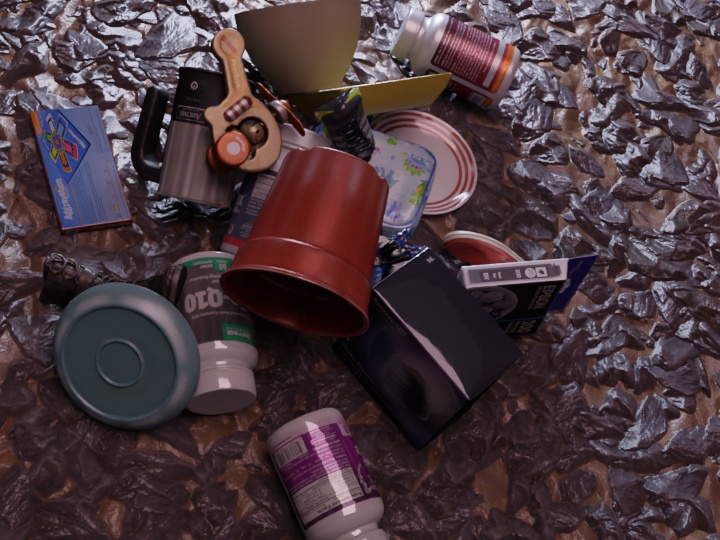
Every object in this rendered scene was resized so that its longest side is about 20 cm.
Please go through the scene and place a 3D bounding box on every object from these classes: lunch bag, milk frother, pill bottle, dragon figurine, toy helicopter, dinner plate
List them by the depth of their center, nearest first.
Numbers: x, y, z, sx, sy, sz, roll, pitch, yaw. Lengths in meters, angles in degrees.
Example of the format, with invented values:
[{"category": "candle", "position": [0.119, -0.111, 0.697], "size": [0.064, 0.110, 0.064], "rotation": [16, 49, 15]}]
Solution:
[{"category": "pill bottle", "position": [-0.037, 0.290, 1.551], "size": [0.112, 0.112, 0.200], "rotation": [-16, 70, -27]}, {"category": "pill bottle", "position": [-0.198, 0.085, 1.605], "size": [0.113, 0.113, 0.200], "rotation": [0, 62, -21]}, {"category": "toy helicopter", "position": [-0.155, -0.233, 1.621], "size": [0.132, 0.079, 0.200], "rotation": [-12, 90, -18]}, {"category": "dragon figurine", "position": [0.000, 0.000, 1.689], "size": [0.200, 0.099, 0.059], "rotation": [-29, 92, 2]}, {"category": "pill bottle", "position": [-0.114, -0.102, 1.692], "size": [0.119, 0.120, 0.200], "rotation": [19, 87, -10]}, {"category": "milk frother", "position": [-0.214, -0.189, 1.750], "size": [0.200, 0.180, 0.188], "rotation": [10, 93, -47]}, {"category": "lunch bag", "position": [0.004, -0.131, 1.801], "size": [0.200, 0.082, 0.161], "rotation": [18, 63, 4]}, {"category": "dinner plate", "position": [0.092, -0.172, 1.912], "size": [0.200, 0.024, 0.200], "rotation": [10, 59, -16]}, {"category": "pill bottle", "position": [0.157, -0.359, 1.987], "size": [0.200, 0.113, 0.113], "rotation": [24, 56, -7]}]

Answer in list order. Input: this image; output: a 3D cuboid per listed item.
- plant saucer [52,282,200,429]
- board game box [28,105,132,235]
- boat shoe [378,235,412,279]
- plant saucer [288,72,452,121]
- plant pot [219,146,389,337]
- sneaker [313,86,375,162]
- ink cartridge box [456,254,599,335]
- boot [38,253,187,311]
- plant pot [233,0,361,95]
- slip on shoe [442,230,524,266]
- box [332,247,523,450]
[{"category": "plant saucer", "position": [-0.303, 0.115, 1.512], "size": [0.200, 0.200, 0.027], "rotation": [34, 20, 0]}, {"category": "board game box", "position": [-0.405, -0.147, 1.715], "size": [0.103, 0.019, 0.200], "rotation": [-9, 66, -26]}, {"category": "boat shoe", "position": [0.021, -0.009, 1.765], "size": [0.201, 0.070, 0.072], "rotation": [17, 69, -4]}, {"category": "plant saucer", "position": [0.015, -0.269, 1.862], "size": [0.200, 0.200, 0.049], "rotation": [-13, 101, -26]}, {"category": "plant pot", "position": [-0.058, -0.042, 1.550], "size": [0.201, 0.201, 0.195], "rotation": [21, 68, -8]}, {"category": "sneaker", "position": [-0.011, -0.200, 1.686], "size": [0.074, 0.200, 0.081], "rotation": [-32, 81, 2]}, {"category": "ink cartridge box", "position": [0.227, 0.042, 1.711], "size": [0.200, 0.198, 0.043], "rotation": [-6, 66, -8]}, {"category": "boot", "position": [-0.330, 0.024, 1.547], "size": [0.174, 0.200, 0.069], "rotation": [26, 51, -14]}, {"category": "plant pot", "position": [-0.090, -0.348, 1.863], "size": [0.200, 0.200, 0.135], "rotation": [-12, 100, -26]}, {"category": "slip on shoe", "position": [0.212, 0.005, 1.832], "size": [0.200, 0.074, 0.061], "rotation": [34, 59, -5]}, {"category": "box", "position": [0.086, 0.111, 1.646], "size": [0.123, 0.198, 0.200], "rotation": [-34, 77, -32]}]
